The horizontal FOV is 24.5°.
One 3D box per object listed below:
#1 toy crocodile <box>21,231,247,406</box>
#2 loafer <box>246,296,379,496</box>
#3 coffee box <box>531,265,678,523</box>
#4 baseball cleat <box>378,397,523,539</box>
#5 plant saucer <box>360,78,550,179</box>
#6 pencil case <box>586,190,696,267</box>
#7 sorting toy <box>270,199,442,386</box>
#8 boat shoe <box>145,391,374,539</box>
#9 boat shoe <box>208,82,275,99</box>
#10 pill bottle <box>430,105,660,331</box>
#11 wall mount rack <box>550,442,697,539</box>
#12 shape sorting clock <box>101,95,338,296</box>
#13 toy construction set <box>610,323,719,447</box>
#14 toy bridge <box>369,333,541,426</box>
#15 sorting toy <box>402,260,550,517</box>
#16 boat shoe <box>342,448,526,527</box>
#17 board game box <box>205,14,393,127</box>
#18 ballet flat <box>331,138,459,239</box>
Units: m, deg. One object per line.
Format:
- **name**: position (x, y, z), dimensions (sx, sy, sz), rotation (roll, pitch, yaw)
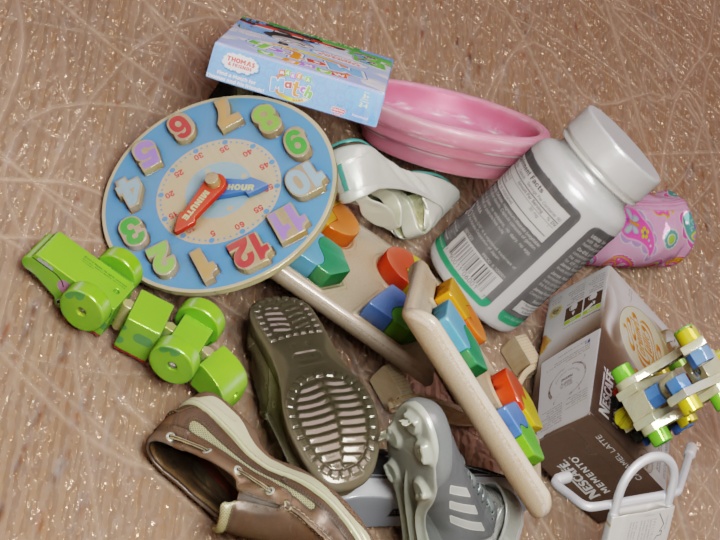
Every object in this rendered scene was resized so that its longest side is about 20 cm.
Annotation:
- **toy crocodile**: position (-0.173, 0.040, 1.286), dimensions (0.200, 0.062, 0.068), rotation (33, 40, -4)
- **loafer**: position (-0.039, 0.105, 1.297), dimensions (0.076, 0.068, 0.200), rotation (-6, 43, -17)
- **coffee box**: position (0.221, 0.110, 1.505), dimensions (0.114, 0.080, 0.200), rotation (44, 36, -21)
- **baseball cleat**: position (0.072, 0.167, 1.266), dimensions (0.106, 0.201, 0.070), rotation (-22, 40, -25)
- **plant saucer**: position (0.081, -0.135, 1.600), dimensions (0.199, 0.051, 0.201), rotation (14, 17, -4)
- **pencil case**: position (0.252, -0.048, 1.691), dimensions (0.199, 0.087, 0.088), rotation (5, 52, -38)
- **sorting toy**: position (0.000, 0.000, 1.433), dimensions (0.185, 0.037, 0.200), rotation (35, 22, -8)
- **boat shoe**: position (-0.078, 0.176, 1.214), dimensions (0.202, 0.075, 0.075), rotation (36, 42, 25)
- **boat shoe**: position (-0.096, -0.100, 1.461), dimensions (0.074, 0.076, 0.201), rotation (25, 42, -24)
- **pill bottle**: position (0.169, -0.048, 1.512), dimensions (0.113, 0.200, 0.113), rotation (42, 18, -16)
- **wall mount rack**: position (0.223, 0.222, 1.369), dimensions (0.173, 0.201, 0.075), rotation (-4, 25, -34)
- **shape sorting clock**: position (-0.116, -0.065, 1.353), dimensions (0.199, 0.039, 0.201), rotation (-5, 58, 8)
- **toy construction set**: position (0.286, 0.097, 1.401), dimensions (0.199, 0.131, 0.092), rotation (10, 49, -47)
- **toy bridge**: position (0.093, 0.103, 1.464), dimensions (0.199, 0.027, 0.067), rotation (-10, 62, -45)
- **sorting toy**: position (0.096, 0.084, 1.303), dimensions (0.186, 0.036, 0.200), rotation (57, 7, -8)
- **boat shoe**: position (0.046, 0.169, 1.340), dimensions (0.199, 0.070, 0.066), rotation (3, 52, -27)
- **board game box**: position (-0.049, -0.181, 1.480), dimensions (0.151, 0.037, 0.200), rotation (17, 16, -2)
- **ballet flat**: position (0.031, -0.062, 1.515), dimensions (0.200, 0.069, 0.070), rotation (22, 38, -56)
